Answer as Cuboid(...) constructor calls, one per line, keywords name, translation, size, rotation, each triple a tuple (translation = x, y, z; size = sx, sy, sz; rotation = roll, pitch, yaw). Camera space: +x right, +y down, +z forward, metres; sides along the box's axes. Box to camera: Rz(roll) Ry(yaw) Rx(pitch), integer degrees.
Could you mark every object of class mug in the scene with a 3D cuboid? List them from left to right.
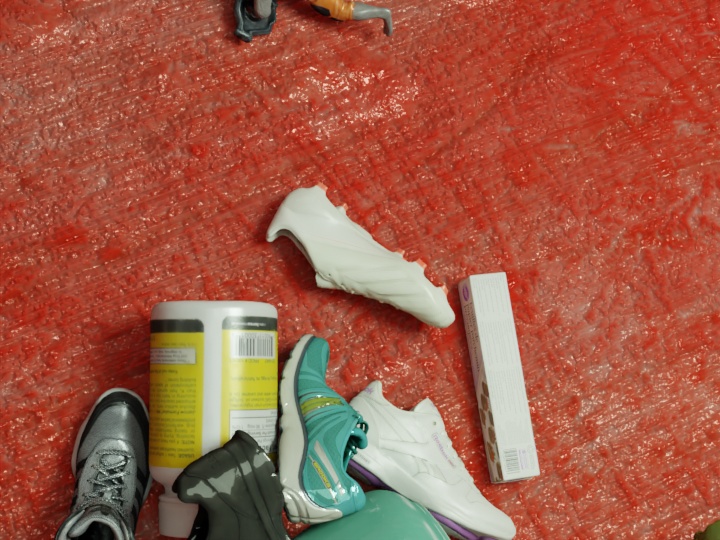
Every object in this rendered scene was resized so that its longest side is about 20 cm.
Cuboid(name="mug", translation=(0.033, 0.283, 1.104), size=(0.114, 0.152, 0.186), rotation=(-32, 101, -14))

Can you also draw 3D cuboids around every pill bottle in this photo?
Cuboid(name="pill bottle", translation=(-0.130, 0.130, 1.115), size=(0.113, 0.114, 0.202), rotation=(1, 85, -13))

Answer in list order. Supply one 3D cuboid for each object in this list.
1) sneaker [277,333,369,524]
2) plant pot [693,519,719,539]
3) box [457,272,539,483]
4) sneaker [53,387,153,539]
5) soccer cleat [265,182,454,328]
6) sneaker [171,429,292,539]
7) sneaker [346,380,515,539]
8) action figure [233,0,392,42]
Cuboid(name="sneaker", translation=(-0.032, 0.141, 1.128), size=(0.079, 0.078, 0.201), rotation=(-5, 45, 1))
Cuboid(name="plant pot", translation=(0.388, 0.328, 1.173), size=(0.199, 0.200, 0.191), rotation=(1, 64, -13))
Cuboid(name="box", translation=(0.134, 0.104, 1.226), size=(0.041, 0.039, 0.201), rotation=(-6, 79, -16))
Cuboid(name="sneaker", translation=(-0.217, 0.196, 1.084), size=(0.075, 0.114, 0.201), rotation=(12, 75, -10))
Cuboid(name="soccer cleat", translation=(0.000, 0.000, 1.209), size=(0.200, 0.069, 0.078), rotation=(39, 77, 5))
Cuboid(name="sneaker", translation=(-0.095, 0.234, 1.041), size=(0.090, 0.076, 0.201), rotation=(-24, 103, -20))
Cuboid(name="sneaker", translation=(0.069, 0.179, 1.175), size=(0.199, 0.075, 0.100), rotation=(34, 73, -4))
Cuboid(name="action figure", translation=(-0.059, -0.328, 1.251), size=(0.192, 0.105, 0.202), rotation=(4, 78, -22))
